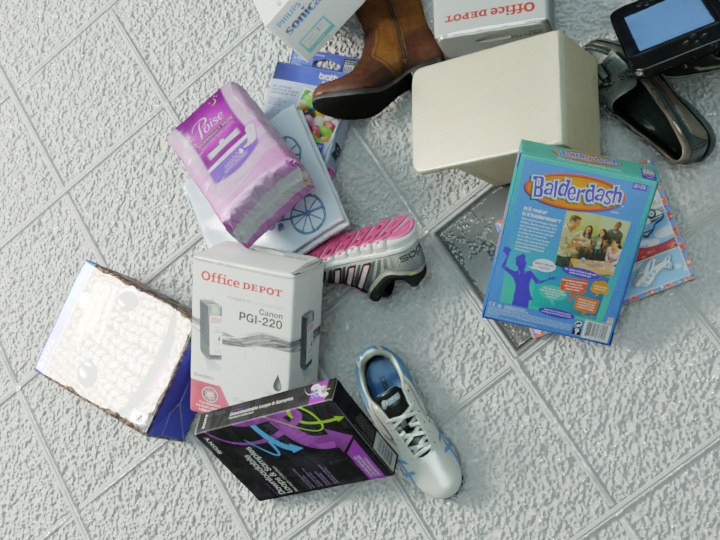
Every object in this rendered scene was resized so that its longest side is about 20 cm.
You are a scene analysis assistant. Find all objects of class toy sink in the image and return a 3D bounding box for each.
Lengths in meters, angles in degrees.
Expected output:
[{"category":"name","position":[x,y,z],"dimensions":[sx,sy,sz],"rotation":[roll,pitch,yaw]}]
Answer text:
[{"category":"toy sink","position":[0.171,-0.179,1.213],"dimensions":[0.197,0.111,0.133],"rotation":[-9,75,36]}]

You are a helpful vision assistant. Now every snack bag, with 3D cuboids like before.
[{"category":"snack bag","position":[-0.126,-0.085,1.323],"dimensions":[0.198,0.021,0.191],"rotation":[-32,65,15]}]

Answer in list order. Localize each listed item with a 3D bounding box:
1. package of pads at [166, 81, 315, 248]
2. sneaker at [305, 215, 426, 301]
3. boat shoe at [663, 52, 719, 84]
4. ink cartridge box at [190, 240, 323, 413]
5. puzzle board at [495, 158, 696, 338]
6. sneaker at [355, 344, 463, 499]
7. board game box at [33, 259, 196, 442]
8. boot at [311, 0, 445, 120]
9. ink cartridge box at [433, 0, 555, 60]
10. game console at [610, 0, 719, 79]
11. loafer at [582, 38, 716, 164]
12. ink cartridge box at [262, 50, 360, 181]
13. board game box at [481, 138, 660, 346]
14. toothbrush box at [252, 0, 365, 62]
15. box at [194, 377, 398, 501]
[{"category":"package of pads","position":[-0.148,-0.134,1.276],"dimensions":[0.120,0.076,0.201],"rotation":[-40,50,3]},{"category":"sneaker","position":[0.000,0.000,1.267],"dimensions":[0.197,0.074,0.088],"rotation":[-15,114,35]},{"category":"boat shoe","position":[0.399,-0.261,1.186],"dimensions":[0.196,0.064,0.072],"rotation":[-1,78,21]},{"category":"ink cartridge box","position":[-0.127,0.079,1.252],"dimensions":[0.143,0.085,0.204],"rotation":[10,105,22]},{"category":"puzzle board","position":[0.270,-0.026,1.206],"dimensions":[0.197,0.017,0.153],"rotation":[-22,71,14]},{"category":"sneaker","position":[0.051,0.178,1.210],"dimensions":[0.071,0.072,0.202],"rotation":[-34,69,8]},{"category":"board game box","position":[-0.294,0.104,1.342],"dimensions":[0.197,0.097,0.162],"rotation":[23,86,23]},{"category":"boot","position":[0.006,-0.304,1.320],"dimensions":[0.185,0.069,0.203],"rotation":[-17,72,-3]},{"category":"ink cartridge box","position":[0.166,-0.374,1.290],"dimensions":[0.142,0.084,0.204],"rotation":[-5,75,18]},{"category":"game console","position":[0.356,-0.323,1.136],"dimensions":[0.173,0.118,0.201],"rotation":[-19,28,16]},{"category":"loafer","position":[0.319,-0.197,1.189],"dimensions":[0.200,0.062,0.072],"rotation":[46,134,22]},{"category":"ink cartridge box","position":[-0.074,-0.199,1.364],"dimensions":[0.117,0.042,0.204],"rotation":[14,81,22]},{"category":"board game box","position":[0.226,-0.029,1.130],"dimensions":[0.149,0.045,0.203],"rotation":[13,117,4]},{"category":"toothbrush box","position":[-0.070,-0.388,1.330],"dimensions":[0.146,0.085,0.201],"rotation":[-44,40,16]},{"category":"box","position":[-0.075,0.202,1.197],"dimensions":[0.197,0.144,0.036],"rotation":[-17,38,29]}]
